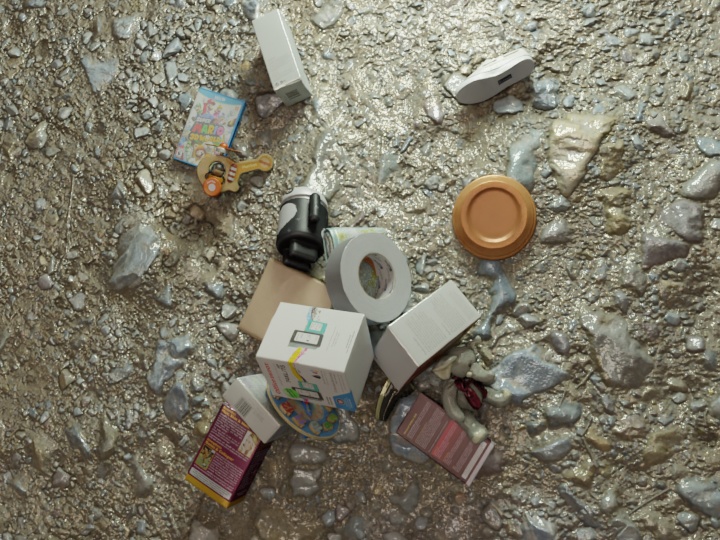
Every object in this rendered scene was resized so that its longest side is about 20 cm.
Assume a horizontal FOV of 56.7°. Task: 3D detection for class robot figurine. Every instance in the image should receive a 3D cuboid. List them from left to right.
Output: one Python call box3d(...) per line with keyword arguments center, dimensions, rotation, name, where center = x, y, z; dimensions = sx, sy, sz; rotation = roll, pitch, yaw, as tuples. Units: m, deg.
box3d(center=(-0.140, -0.102, 1.584), dimensions=(0.147, 0.125, 0.204), rotation=(-11, 56, 21), name="robot figurine")

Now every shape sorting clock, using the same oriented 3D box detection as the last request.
box3d(center=(-0.126, 0.298, 1.503), dimensions=(0.200, 0.199, 0.039), rotation=(44, 114, 14), name="shape sorting clock")

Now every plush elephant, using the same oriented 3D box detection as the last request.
box3d(center=(0.234, 0.234, 1.447), dimensions=(0.198, 0.157, 0.164), rotation=(33, 48, 29), name="plush elephant")

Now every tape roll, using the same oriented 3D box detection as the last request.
box3d(center=(0.019, 0.020, 1.488), dimensions=(0.066, 0.197, 0.205), rotation=(-19, 74, 51), name="tape roll")

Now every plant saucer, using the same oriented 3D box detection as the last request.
box3d(center=(0.311, -0.127, 1.555), dimensions=(0.195, 0.037, 0.206), rotation=(-2, 82, 11), name="plant saucer")

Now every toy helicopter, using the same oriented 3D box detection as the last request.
box3d(center=(-0.318, -0.267, 1.689), dimensions=(0.195, 0.079, 0.136), rotation=(-13, 96, -6), name="toy helicopter")

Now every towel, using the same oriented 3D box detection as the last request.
box3d(center=(0.000, 0.000, 1.549), dimensions=(0.048, 0.168, 0.205), rotation=(-19, 76, 51), name="towel")

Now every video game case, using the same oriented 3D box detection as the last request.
box3d(center=(-0.396, -0.366, 1.752), dimensions=(0.140, 0.018, 0.204), rotation=(19, 86, 15), name="video game case")

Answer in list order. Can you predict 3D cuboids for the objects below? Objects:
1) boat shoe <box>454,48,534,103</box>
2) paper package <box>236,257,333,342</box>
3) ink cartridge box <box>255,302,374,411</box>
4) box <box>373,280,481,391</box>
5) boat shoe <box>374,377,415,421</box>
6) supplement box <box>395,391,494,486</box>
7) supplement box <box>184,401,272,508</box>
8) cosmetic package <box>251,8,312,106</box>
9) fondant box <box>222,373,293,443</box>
box3d(center=(0.313, -0.471, 1.598), dimensions=(0.197, 0.071, 0.071), rotation=(-26, 50, 11), name="boat shoe")
box3d(center=(-0.160, 0.098, 1.589), dimensions=(0.197, 0.103, 0.194), rotation=(24, 87, 15), name="paper package")
box3d(center=(-0.091, 0.179, 1.399), dimensions=(0.195, 0.148, 0.148), rotation=(7, 50, 19), name="ink cartridge box")
box3d(center=(0.140, 0.142, 1.452), dimensions=(0.198, 0.153, 0.107), rotation=(-33, 75, -28), name="box")
box3d(center=(0.096, 0.256, 1.526), dimensions=(0.065, 0.072, 0.204), rotation=(23, 82, 19), name="boat shoe")
box3d(center=(0.190, 0.374, 1.493), dimensions=(0.198, 0.061, 0.110), rotation=(34, 89, 14), name="supplement box")
box3d(center=(-0.300, 0.428, 1.568), dimensions=(0.129, 0.103, 0.203), rotation=(28, 89, 15), name="supplement box")
box3d(center=(-0.198, -0.536, 1.688), dimensions=(0.079, 0.113, 0.204), rotation=(-19, 80, 9), name="cosmetic package")
box3d(center=(-0.209, 0.306, 1.516), dimensions=(0.144, 0.200, 0.058), rotation=(44, 98, 14), name="fondant box")
